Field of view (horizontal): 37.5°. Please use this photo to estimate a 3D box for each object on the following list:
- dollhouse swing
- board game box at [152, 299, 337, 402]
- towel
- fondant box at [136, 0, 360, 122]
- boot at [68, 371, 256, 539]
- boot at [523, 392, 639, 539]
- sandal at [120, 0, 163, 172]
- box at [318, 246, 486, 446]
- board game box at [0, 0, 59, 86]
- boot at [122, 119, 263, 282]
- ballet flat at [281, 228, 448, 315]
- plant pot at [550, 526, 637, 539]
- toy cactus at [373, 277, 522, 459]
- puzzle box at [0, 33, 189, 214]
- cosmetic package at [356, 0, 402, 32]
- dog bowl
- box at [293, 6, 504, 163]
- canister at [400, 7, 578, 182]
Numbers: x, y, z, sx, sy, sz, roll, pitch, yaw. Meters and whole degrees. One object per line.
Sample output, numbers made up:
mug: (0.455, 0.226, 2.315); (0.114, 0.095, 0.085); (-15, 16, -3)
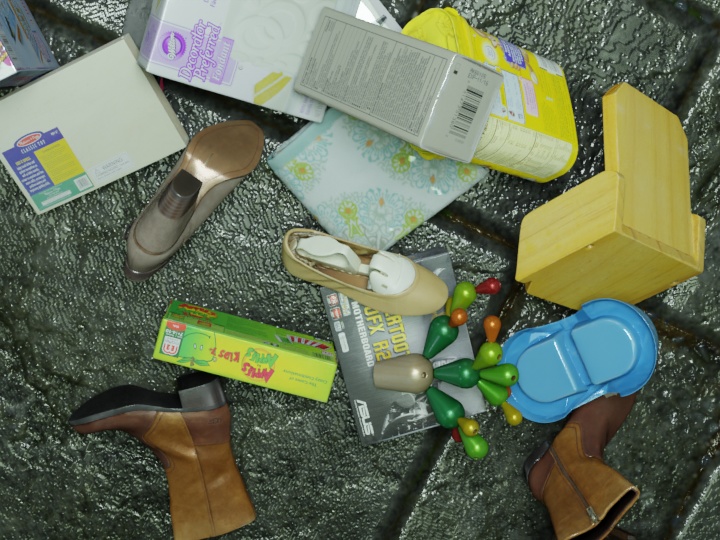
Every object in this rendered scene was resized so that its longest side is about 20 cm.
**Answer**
dollhouse swing: (0.273, -0.077, 1.191); (0.181, 0.199, 0.177); (-30, 60, 36)
board game box: (-0.130, 0.090, 1.213); (0.198, 0.102, 0.048); (16, 99, -7)
towel: (0.020, -0.119, 1.184); (0.199, 0.048, 0.171); (-35, 106, 21)
fondant box: (-0.114, -0.250, 1.095); (0.198, 0.058, 0.145); (13, 104, -26)
boot: (-0.234, 0.231, 1.265); (0.187, 0.068, 0.202); (-13, 109, -10)
boot: (0.270, 0.210, 1.210); (0.188, 0.200, 0.069); (-42, 100, 4)
sandal: (-0.249, -0.209, 1.176); (0.074, 0.045, 0.202); (10, 100, -8)
box: (0.050, 0.089, 1.255); (0.157, 0.048, 0.202); (-14, 101, -1)
board game box: (-0.388, -0.285, 1.074); (0.041, 0.200, 0.201); (-25, 101, 1)
boot: (-0.192, -0.075, 1.181); (0.070, 0.200, 0.146); (41, 131, 2)
ballet flat: (0.000, 0.000, 1.180); (0.198, 0.063, 0.069); (14, 64, 15)
plant pot: (0.277, 0.409, 1.269); (0.199, 0.200, 0.200); (26, 90, -9)
toy cactus: (0.098, 0.110, 1.205); (0.163, 0.102, 0.202); (-3, 104, 14)
puzzle box: (-0.304, -0.156, 1.155); (0.199, 0.025, 0.134); (-22, 116, 14)
cosmetic package: (-0.032, -0.300, 1.175); (0.082, 0.051, 0.200); (-40, 101, 3)
dog bowl: (0.254, 0.101, 1.229); (0.199, 0.049, 0.112); (-27, 83, 32)
box: (0.032, -0.184, 1.037); (0.077, 0.200, 0.096); (11, 106, -45)
canister: (0.139, -0.178, 1.129); (0.199, 0.086, 0.150); (9, 67, -44)
